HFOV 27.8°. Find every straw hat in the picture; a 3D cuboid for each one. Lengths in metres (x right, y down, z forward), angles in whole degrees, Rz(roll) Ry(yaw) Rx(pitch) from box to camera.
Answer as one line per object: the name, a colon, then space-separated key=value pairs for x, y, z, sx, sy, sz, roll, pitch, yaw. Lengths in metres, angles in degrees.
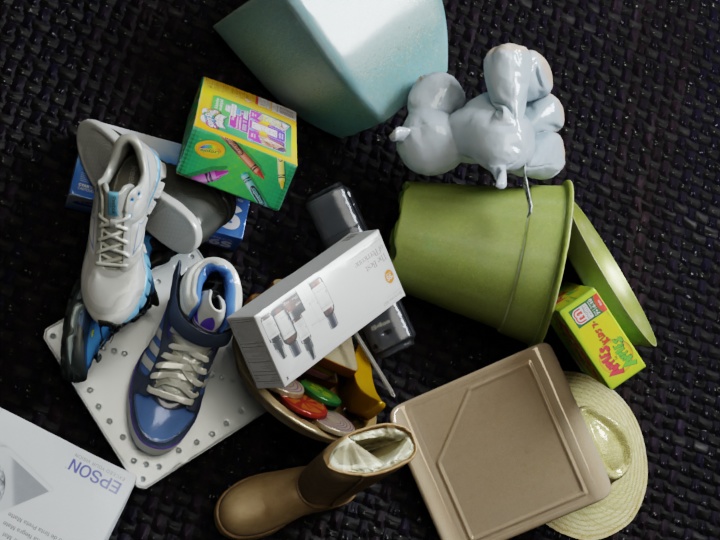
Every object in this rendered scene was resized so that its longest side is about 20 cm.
straw hat: x=0.266 y=0.202 z=1.667 sx=0.199 sy=0.085 sz=0.203 roll=6 pitch=71 yaw=-16

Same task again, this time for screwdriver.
screwdriver: x=-0.011 y=0.065 z=1.571 sx=0.029 sy=0.028 sz=0.201 roll=-8 pitch=46 yaw=-22

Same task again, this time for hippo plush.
hippo plush: x=0.128 y=-0.146 z=1.615 sx=0.159 sy=0.160 sz=0.202 roll=34 pitch=57 yaw=-52

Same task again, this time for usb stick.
usb stick: x=0.000 y=0.000 z=1.617 sx=0.055 sy=0.033 sz=0.201 roll=-25 pitch=86 yaw=0

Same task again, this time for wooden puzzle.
wooden puzzle: x=0.155 y=0.201 z=1.618 sx=0.199 sy=0.037 sz=0.186 roll=-24 pitch=91 yaw=2

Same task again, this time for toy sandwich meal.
toy sandwich meal: x=-0.050 y=0.099 z=1.564 sx=0.204 sy=0.070 sz=0.206 roll=31 pitch=23 yaw=-15

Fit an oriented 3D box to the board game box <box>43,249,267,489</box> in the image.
board game box: x=-0.210 y=0.105 z=1.578 sx=0.199 sy=0.026 sz=0.201 roll=-31 pitch=83 yaw=-24

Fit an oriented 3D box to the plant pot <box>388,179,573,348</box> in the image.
plant pot: x=0.128 y=-0.023 z=1.659 sx=0.188 sy=0.200 sz=0.202 roll=11 pitch=68 yaw=-1

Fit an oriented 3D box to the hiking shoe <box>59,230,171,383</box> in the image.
hiking shoe: x=-0.257 y=0.030 z=1.529 sx=0.086 sy=0.075 sz=0.201 roll=17 pitch=62 yaw=-3

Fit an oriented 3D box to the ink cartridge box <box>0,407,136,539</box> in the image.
ink cartridge box: x=-0.356 y=0.253 z=1.459 sx=0.198 sy=0.041 sz=0.201 roll=26 pitch=66 yaw=-1

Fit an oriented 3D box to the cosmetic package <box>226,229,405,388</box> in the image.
cosmetic package: x=-0.042 y=0.038 z=1.508 sx=0.200 sy=0.050 sz=0.083 roll=-36 pitch=111 yaw=-40

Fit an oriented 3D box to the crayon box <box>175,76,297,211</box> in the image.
crayon box: x=-0.134 y=-0.143 z=1.603 sx=0.118 sy=0.200 sz=0.059 roll=20 pitch=110 yaw=-10

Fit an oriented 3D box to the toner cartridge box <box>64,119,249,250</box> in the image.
toner cartridge box: x=-0.223 y=-0.095 z=1.633 sx=0.198 sy=0.043 sz=0.096 roll=14 pitch=67 yaw=-13

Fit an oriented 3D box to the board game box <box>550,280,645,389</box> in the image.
board game box: x=0.256 y=0.070 z=1.641 sx=0.047 sy=0.200 sz=0.102 roll=-34 pitch=92 yaw=1

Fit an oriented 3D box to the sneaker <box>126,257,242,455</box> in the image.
sneaker: x=-0.180 y=0.080 z=1.500 sx=0.080 sy=0.146 sz=0.201 roll=22 pitch=66 yaw=-9

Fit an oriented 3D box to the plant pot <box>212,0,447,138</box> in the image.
plant pot: x=-0.012 y=-0.272 z=1.687 sx=0.196 sy=0.195 sz=0.201 roll=-40 pitch=102 yaw=-25

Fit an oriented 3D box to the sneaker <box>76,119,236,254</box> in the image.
sneaker: x=-0.218 y=-0.100 z=1.582 sx=0.200 sy=0.071 sz=0.099 roll=41 pitch=37 yaw=17

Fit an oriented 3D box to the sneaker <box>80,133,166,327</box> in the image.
sneaker: x=-0.247 y=-0.045 z=1.465 sx=0.074 sy=0.087 sz=0.202 roll=4 pitch=74 yaw=4

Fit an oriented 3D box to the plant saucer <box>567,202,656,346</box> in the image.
plant saucer: x=0.283 y=0.009 z=1.706 sx=0.031 sy=0.200 sz=0.201 roll=-31 pitch=82 yaw=13

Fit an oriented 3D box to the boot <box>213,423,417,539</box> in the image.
boot: x=-0.052 y=0.214 z=1.495 sx=0.174 sy=0.200 sz=0.067 roll=-17 pitch=78 yaw=-23
